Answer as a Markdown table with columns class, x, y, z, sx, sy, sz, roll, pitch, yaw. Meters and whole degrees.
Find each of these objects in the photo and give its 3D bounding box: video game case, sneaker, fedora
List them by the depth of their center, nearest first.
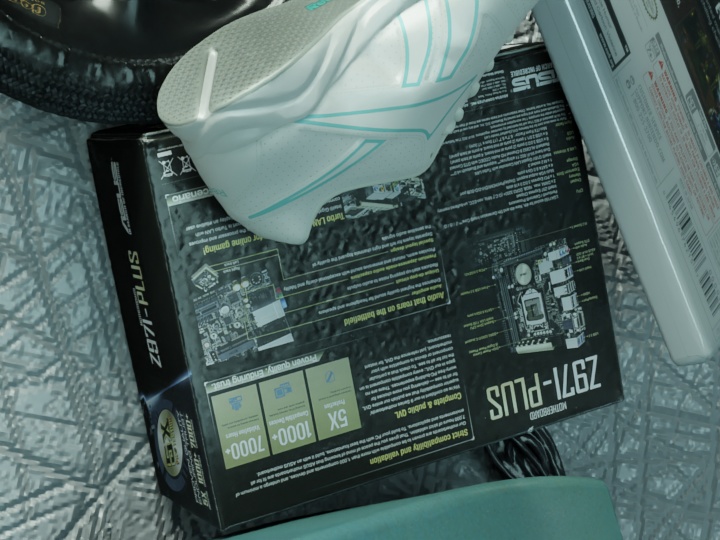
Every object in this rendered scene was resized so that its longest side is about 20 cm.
| class | x | y | z | sx | sy | sz | roll | pitch | yaw |
| --- | --- | --- | --- | --- | --- | --- | --- | --- | --- |
| sneaker | 0.018 | -0.088 | 0.714 | 0.199 | 0.070 | 0.081 | -34 | 123 | -10 |
| fedora | -0.107 | -0.150 | 0.727 | 0.199 | 0.091 | 0.203 | -3 | 97 | -28 |
| video game case | 0.146 | -0.086 | 0.837 | 0.182 | 0.023 | 0.201 | -43 | 114 | -50 |

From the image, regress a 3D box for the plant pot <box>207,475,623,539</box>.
| class | x | y | z | sx | sy | sz | roll | pitch | yaw |
| --- | --- | --- | --- | --- | --- | --- | --- | --- | --- |
| plant pot | 0.017 | 0.157 | 0.739 | 0.199 | 0.141 | 0.143 | -16 | 88 | -41 |

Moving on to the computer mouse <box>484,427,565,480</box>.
| class | x | y | z | sx | sy | sz | roll | pitch | yaw |
| --- | --- | --- | --- | --- | --- | --- | --- | --- | --- |
| computer mouse | 0.045 | 0.176 | 0.852 | 0.200 | 0.046 | 0.141 | -45 | 103 | -26 |

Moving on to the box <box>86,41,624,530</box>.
| class | x | y | z | sx | sy | sz | roll | pitch | yaw |
| --- | --- | --- | --- | --- | --- | --- | --- | --- | --- |
| box | 0.000 | 0.000 | 0.792 | 0.198 | 0.086 | 0.165 | -16 | 100 | -22 |
